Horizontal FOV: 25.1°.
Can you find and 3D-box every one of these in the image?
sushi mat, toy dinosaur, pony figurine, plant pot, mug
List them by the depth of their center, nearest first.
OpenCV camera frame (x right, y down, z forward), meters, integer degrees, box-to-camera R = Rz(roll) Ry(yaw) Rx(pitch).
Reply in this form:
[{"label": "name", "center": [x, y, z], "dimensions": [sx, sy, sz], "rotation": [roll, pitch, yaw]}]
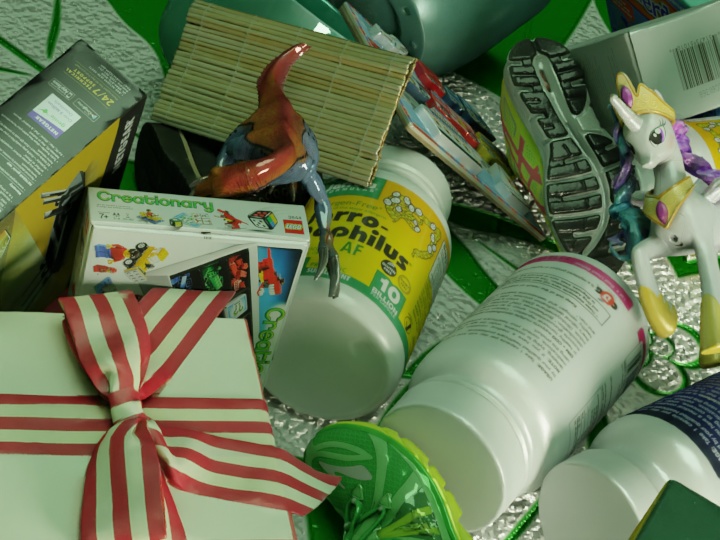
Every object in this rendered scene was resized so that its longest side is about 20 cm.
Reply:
[{"label": "toy dinosaur", "center": [-0.069, -0.078, 1.018], "dimensions": [0.104, 0.182, 0.201], "rotation": [-1, 78, -8]}, {"label": "pony figurine", "center": [0.247, -0.037, 1.129], "dimensions": [0.193, 0.166, 0.201], "rotation": [2, 71, -47]}, {"label": "sushi mat", "center": [-0.059, -0.129, 1.153], "dimensions": [0.199, 0.096, 0.012], "rotation": [19, 1, 29]}, {"label": "mug", "center": [-0.070, -0.164, 1.266], "dimensions": [0.185, 0.115, 0.152], "rotation": [43, 13, 10]}, {"label": "plant pot", "center": [0.046, -0.254, 1.377], "dimensions": [0.200, 0.201, 0.161], "rotation": [33, 55, 16]}]

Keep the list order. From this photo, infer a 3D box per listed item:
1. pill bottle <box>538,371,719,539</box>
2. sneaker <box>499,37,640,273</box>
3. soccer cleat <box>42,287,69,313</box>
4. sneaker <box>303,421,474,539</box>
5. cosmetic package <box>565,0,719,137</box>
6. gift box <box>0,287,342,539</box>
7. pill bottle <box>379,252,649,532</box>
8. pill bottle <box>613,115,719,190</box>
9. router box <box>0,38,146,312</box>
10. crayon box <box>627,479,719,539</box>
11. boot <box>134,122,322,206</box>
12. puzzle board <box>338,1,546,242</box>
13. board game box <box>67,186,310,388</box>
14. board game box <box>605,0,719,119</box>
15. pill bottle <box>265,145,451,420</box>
[{"label": "pill bottle", "center": [0.218, 0.136, 1.054], "dimensions": [0.199, 0.116, 0.116], "rotation": [-18, 52, -36]}, {"label": "sneaker", "center": [0.160, -0.079, 1.282], "dimensions": [0.078, 0.090, 0.201], "rotation": [-9, 72, -16]}, {"label": "soccer cleat", "center": [-0.209, 0.010, 1.073], "dimensions": [0.200, 0.067, 0.076], "rotation": [-26, 58, -36]}, {"label": "sneaker", "center": [0.020, 0.168, 0.974], "dimensions": [0.083, 0.074, 0.200], "rotation": [-11, 49, -36]}, {"label": "cosmetic package", "center": [0.220, -0.157, 1.312], "dimensions": [0.112, 0.200, 0.081], "rotation": [-21, 98, -22]}, {"label": "gift box", "center": [-0.127, 0.122, 0.883], "dimensions": [0.199, 0.187, 0.185], "rotation": [-2, 45, -22]}, {"label": "pill bottle", "center": [0.102, 0.079, 1.076], "dimensions": [0.113, 0.114, 0.200], "rotation": [33, 41, 16]}, {"label": "pill bottle", "center": [0.286, -0.073, 1.326], "dimensions": [0.199, 0.105, 0.104], "rotation": [-9, 47, -28]}, {"label": "router box", "center": [-0.205, -0.019, 0.924], "dimensions": [0.052, 0.200, 0.157], "rotation": [40, 59, 5]}, {"label": "crayon box", "center": [0.118, 0.234, 0.840], "dimensions": [0.058, 0.200, 0.173], "rotation": [30, 41, 12]}, {"label": "boot", "center": [-0.073, -0.039, 1.176], "dimensions": [0.138, 0.078, 0.200], "rotation": [1, 44, -27]}, {"label": "puzzle board", "center": [0.069, -0.117, 1.269], "dimensions": [0.200, 0.017, 0.151], "rotation": [34, 22, -46]}, {"label": "board game box", "center": [-0.114, 0.039, 0.969], "dimensions": [0.126, 0.200, 0.035], "rotation": [5, 43, -17]}, {"label": "board game box", "center": [0.275, -0.213, 1.415], "dimensions": [0.045, 0.200, 0.152], "rotation": [-36, 57, -6]}, {"label": "pill bottle", "center": [0.000, 0.000, 1.126], "dimensions": [0.112, 0.113, 0.200], "rotation": [22, 40, 4]}]
